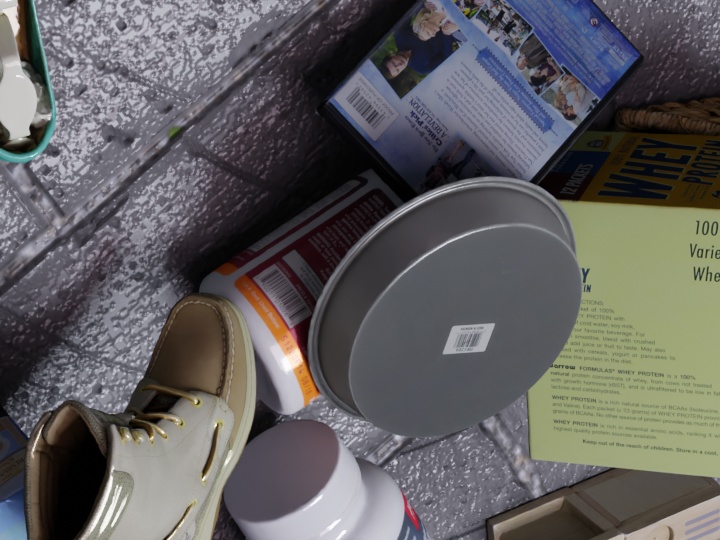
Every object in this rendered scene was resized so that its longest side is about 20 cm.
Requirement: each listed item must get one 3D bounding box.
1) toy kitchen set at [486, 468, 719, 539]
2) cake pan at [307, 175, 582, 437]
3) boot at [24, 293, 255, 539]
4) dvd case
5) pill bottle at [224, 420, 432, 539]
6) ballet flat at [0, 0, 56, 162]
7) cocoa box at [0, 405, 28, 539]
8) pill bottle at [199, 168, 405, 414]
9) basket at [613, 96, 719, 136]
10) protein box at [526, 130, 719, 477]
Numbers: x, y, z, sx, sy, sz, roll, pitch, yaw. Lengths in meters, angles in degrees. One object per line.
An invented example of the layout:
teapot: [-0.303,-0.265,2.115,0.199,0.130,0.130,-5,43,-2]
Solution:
toy kitchen set: [0.215,0.283,1.937,0.180,0.163,0.201,-20,123,-24]
cake pan: [0.062,0.031,1.635,0.199,0.037,0.201,-18,134,-20]
boot: [-0.135,0.095,1.537,0.155,0.072,0.201,36,65,-61]
dvd case: [0.083,-0.123,1.666,0.143,0.018,0.200,46,68,-10]
pill bottle: [-0.011,0.202,1.767,0.119,0.120,0.200,-40,129,-9]
ballet flat: [-0.217,-0.152,1.495,0.067,0.070,0.201,-22,123,-22]
cocoa box: [-0.279,0.193,1.590,0.199,0.131,0.134,-31,127,-16]
pill bottle: [0.000,0.000,1.688,0.200,0.110,0.110,-33,127,-14]
basket: [0.271,-0.015,1.834,0.148,0.143,0.201,-9,118,-30]
protein box: [0.224,0.022,1.746,0.135,0.197,0.201,-50,139,-58]
